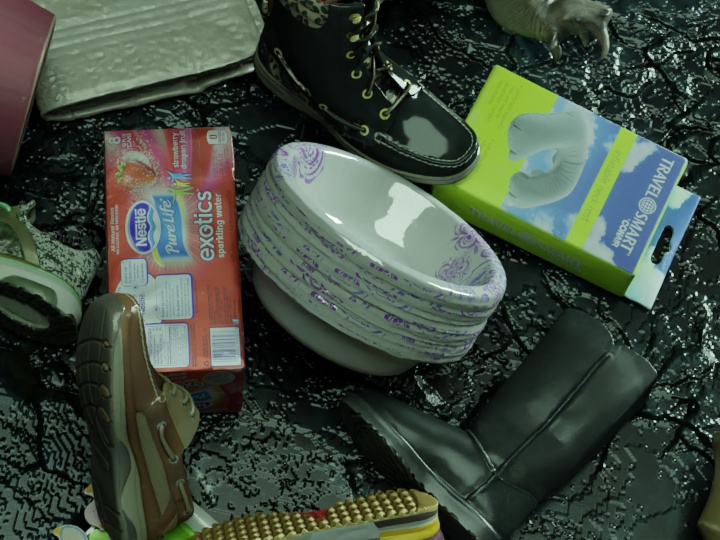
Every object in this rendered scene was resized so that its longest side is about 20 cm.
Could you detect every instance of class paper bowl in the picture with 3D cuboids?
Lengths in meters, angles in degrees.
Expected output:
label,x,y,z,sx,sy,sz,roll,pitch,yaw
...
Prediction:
label,x,y,z,sx,sy,sz,roll,pitch,yaw
paper bowl,0.000,0.000,1.432,0.200,0.201,0.105,36,110,9

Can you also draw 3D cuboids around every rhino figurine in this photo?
label,x,y,z,sx,sy,sz,roll,pitch,yaw
rhino figurine,0.137,-0.247,1.618,0.087,0.060,0.200,-41,77,-4

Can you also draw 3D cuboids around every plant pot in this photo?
label,x,y,z,sx,sy,sz,roll,pitch,yaw
plant pot,-0.330,-0.157,1.447,0.178,0.200,0.201,17,64,-9

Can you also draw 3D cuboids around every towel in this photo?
label,x,y,z,sx,sy,sz,roll,pitch,yaw
towel,-0.179,-0.201,1.571,0.198,0.035,0.133,-14,67,-13

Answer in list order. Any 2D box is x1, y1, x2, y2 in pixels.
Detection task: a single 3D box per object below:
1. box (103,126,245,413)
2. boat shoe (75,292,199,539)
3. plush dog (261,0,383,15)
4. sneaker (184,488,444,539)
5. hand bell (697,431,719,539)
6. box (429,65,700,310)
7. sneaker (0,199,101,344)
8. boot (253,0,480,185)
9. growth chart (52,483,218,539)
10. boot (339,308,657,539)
label,x,y,z,sx,sy,sz,roll,pitch,yaw
box,-0.141,0.001,1.448,0.099,0.096,0.202,-2,66,-7
boat shoe,-0.152,0.101,1.348,0.071,0.201,0.076,-15,34,-23
plush dog,-0.006,-0.309,1.570,0.160,0.200,0.173,-15,69,-33
sneaker,-0.035,0.218,1.370,0.198,0.075,0.091,-9,100,-5
hand bell,0.254,0.231,1.418,0.104,0.104,0.201,32,78,8
box,0.168,-0.067,1.549,0.199,0.048,0.122,26,65,6
sneaker,-0.284,-0.023,1.463,0.199,0.077,0.089,31,52,1
boot,0.007,-0.157,1.473,0.203,0.154,0.074,32,65,11
growth chart,-0.171,0.239,1.379,0.144,0.018,0.201,31,63,6
boot,0.105,0.096,1.454,0.165,0.066,0.200,45,71,4
